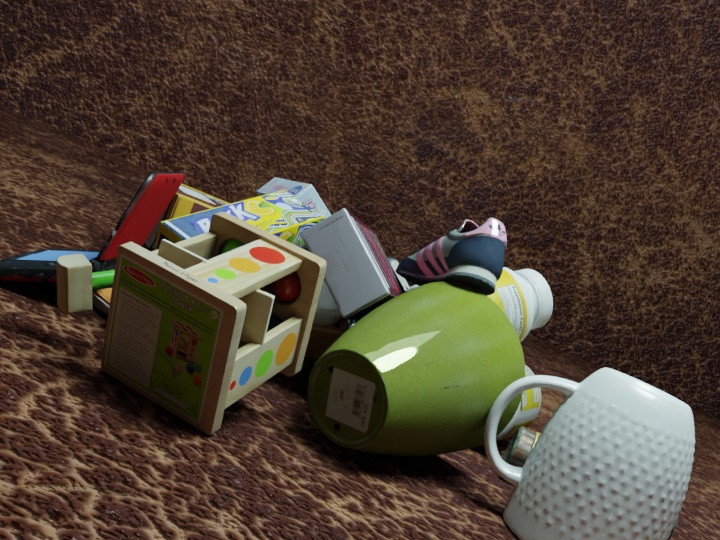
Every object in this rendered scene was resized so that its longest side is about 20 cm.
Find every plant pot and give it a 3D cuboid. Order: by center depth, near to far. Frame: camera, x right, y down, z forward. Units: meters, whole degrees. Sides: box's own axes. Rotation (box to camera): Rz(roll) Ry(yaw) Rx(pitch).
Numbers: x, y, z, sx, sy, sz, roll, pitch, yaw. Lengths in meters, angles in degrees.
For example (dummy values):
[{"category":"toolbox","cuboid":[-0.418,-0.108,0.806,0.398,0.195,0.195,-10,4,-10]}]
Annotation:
[{"category":"plant pot","cuboid":[0.042,0.111,0.853,0.186,0.188,0.200,27,17,29]}]

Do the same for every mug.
[{"category":"mug","cuboid":[0.217,0.181,0.817,0.199,0.176,0.148,25,5,12]}]

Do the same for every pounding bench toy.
[{"category":"pounding bench toy","cuboid":[-0.155,0.022,0.766,0.199,0.125,0.156,25,27,20]}]

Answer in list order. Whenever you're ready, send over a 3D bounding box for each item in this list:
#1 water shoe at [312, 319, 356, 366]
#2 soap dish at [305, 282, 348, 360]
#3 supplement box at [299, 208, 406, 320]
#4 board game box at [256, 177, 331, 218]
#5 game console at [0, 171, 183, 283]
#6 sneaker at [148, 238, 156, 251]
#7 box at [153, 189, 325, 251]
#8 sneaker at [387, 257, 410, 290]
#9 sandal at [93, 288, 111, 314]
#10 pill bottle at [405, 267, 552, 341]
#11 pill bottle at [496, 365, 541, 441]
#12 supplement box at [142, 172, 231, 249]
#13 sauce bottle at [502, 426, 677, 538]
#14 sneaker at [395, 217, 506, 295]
[{"category":"water shoe","cuboid":[-0.024,0.097,1.122,0.071,0.079,0.200,22,6,-17]},{"category":"soap dish","cuboid":[-0.109,0.018,1.005,0.156,0.082,0.200,10,31,-20]},{"category":"supplement box","cuboid":[0.000,0.000,0.993,0.109,0.061,0.200,62,8,10]},{"category":"board game box","cuboid":[-0.060,-0.037,1.209,0.201,0.041,0.199,57,-11,-18]},{"category":"game console","cuboid":[-0.298,-0.055,0.941,0.171,0.120,0.200,2,6,-3]},{"category":"sneaker","cuboid":[-0.219,0.008,1.001,0.069,0.100,0.200,20,10,-35]},{"category":"box","cuboid":[-0.131,-0.031,0.921,0.070,0.065,0.200,34,32,23]},{"category":"sneaker","cuboid":[0.085,0.071,1.215,0.085,0.201,0.077,-24,-8,32]},{"category":"sandal","cuboid":[-0.230,0.029,0.893,0.206,0.060,0.079,23,28,38]},{"category":"pill bottle","cuboid":[0.159,0.057,1.138,0.199,0.113,0.112,-12,24,-30]},{"category":"pill bottle","cuboid":[0.181,0.171,1.129,0.111,0.112,0.200,26,5,24]},{"category":"supplement box","cuboid":[-0.223,-0.032,1.234,0.196,0.133,0.200,22,6,-28]},{"category":"sauce bottle","cuboid":[0.263,0.248,0.966,0.199,0.065,0.065,23,5,10]},{"category":"sneaker","cuboid":[0.111,-0.016,0.993,0.070,0.082,0.200,25,-11,-23]}]
